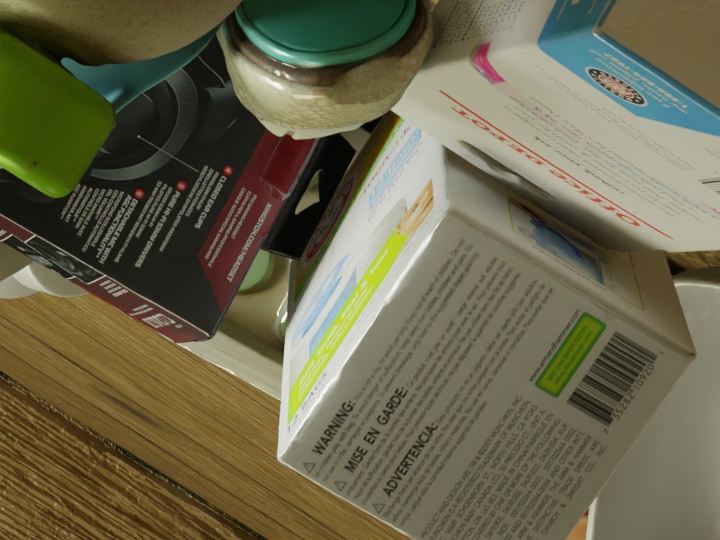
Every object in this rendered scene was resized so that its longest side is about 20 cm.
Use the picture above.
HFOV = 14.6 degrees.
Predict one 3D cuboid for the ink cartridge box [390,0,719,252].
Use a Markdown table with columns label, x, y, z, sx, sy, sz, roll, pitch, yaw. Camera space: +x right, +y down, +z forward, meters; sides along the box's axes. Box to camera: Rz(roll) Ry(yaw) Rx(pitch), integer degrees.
| label | x | y | z | sx | sy | sz | roll | pitch | yaw |
| --- | --- | --- | --- | --- | --- | --- | --- | --- | --- |
| ink cartridge box | 0.090 | -0.062 | 0.860 | 0.115 | 0.068 | 0.200 | 32 | 169 | -16 |

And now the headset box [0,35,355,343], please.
| label | x | y | z | sx | sy | sz | roll | pitch | yaw |
| --- | --- | --- | --- | --- | --- | --- | --- | --- | --- |
| headset box | -0.095 | -0.075 | 1.067 | 0.199 | 0.150 | 0.077 | 30 | 171 | -12 |

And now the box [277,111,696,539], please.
| label | x | y | z | sx | sy | sz | roll | pitch | yaw |
| --- | --- | --- | --- | --- | --- | --- | --- | --- | --- |
| box | 0.041 | 0.012 | 1.024 | 0.101 | 0.113 | 0.200 | 30 | -162 | -11 |

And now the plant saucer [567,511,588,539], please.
| label | x | y | z | sx | sy | sz | roll | pitch | yaw |
| --- | --- | --- | --- | --- | --- | --- | --- | --- | --- |
| plant saucer | 0.121 | 0.106 | 1.404 | 0.199 | 0.033 | 0.200 | -1 | -167 | 0 |

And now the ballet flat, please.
| label | x | y | z | sx | sy | sz | roll | pitch | yaw |
| --- | --- | --- | --- | --- | --- | --- | --- | --- | --- |
| ballet flat | -0.015 | -0.077 | 0.907 | 0.067 | 0.063 | 0.200 | -7 | -154 | -6 |

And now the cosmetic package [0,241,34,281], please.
| label | x | y | z | sx | sy | sz | roll | pitch | yaw |
| --- | --- | --- | --- | --- | --- | --- | --- | --- | --- |
| cosmetic package | -0.198 | -0.093 | 1.164 | 0.103 | 0.073 | 0.201 | 6 | 122 | 50 |

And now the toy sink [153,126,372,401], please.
| label | x | y | z | sx | sy | sz | roll | pitch | yaw |
| --- | --- | --- | --- | --- | --- | --- | --- | --- | --- |
| toy sink | 0.000 | 0.000 | 1.216 | 0.130 | 0.113 | 0.200 | 28 | -176 | 3 |

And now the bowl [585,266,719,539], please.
| label | x | y | z | sx | sy | sz | roll | pitch | yaw |
| --- | --- | --- | --- | --- | --- | --- | --- | --- | --- |
| bowl | 0.196 | 0.101 | 1.147 | 0.199 | 0.201 | 0.074 | 23 | -151 | 30 |

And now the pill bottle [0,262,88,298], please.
| label | x | y | z | sx | sy | sz | roll | pitch | yaw |
| --- | --- | --- | --- | --- | --- | --- | --- | --- | --- |
| pill bottle | -0.229 | -0.047 | 1.681 | 0.199 | 0.112 | 0.111 | 19 | 166 | 44 |

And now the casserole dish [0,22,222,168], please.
| label | x | y | z | sx | sy | sz | roll | pitch | yaw |
| --- | --- | --- | --- | --- | --- | --- | --- | --- | --- |
| casserole dish | -0.102 | -0.104 | 0.908 | 0.039 | 0.120 | 0.201 | 59 | -165 | -32 |

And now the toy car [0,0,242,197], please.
| label | x | y | z | sx | sy | sz | roll | pitch | yaw |
| --- | --- | --- | --- | --- | --- | --- | --- | --- | --- |
| toy car | -0.119 | -0.139 | 0.820 | 0.157 | 0.165 | 0.200 | 34 | 178 | -28 |
